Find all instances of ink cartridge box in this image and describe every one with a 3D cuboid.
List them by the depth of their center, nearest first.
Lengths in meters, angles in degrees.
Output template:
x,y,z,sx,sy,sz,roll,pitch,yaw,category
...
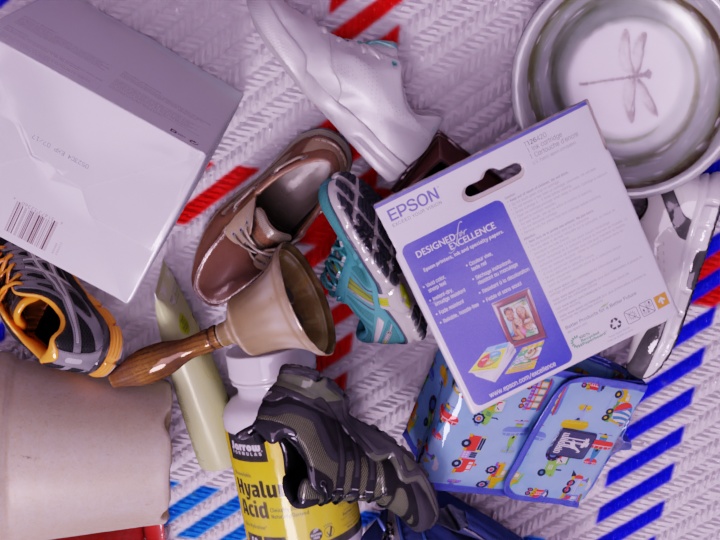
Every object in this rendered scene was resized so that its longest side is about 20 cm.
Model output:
x,y,z,sx,sy,sz,roll,pitch,yaw,category
0.138,-0.011,1.056,0.197,0.047,0.201,-26,100,2,ink cartridge box

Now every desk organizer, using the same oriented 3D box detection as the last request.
x,y,z,sx,sy,sz,roll,pitch,yaw,category
0.125,-0.028,1.118,0.200,0.077,0.072,36,108,-10,desk organizer

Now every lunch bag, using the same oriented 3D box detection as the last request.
x,y,z,sx,sy,sz,roll,pitch,yaw,category
0.160,0.139,1.181,0.199,0.094,0.151,15,115,-14,lunch bag
0.086,0.291,1.199,0.200,0.136,0.132,34,107,-22,lunch bag

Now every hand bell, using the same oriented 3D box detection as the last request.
x,y,z,sx,sy,sz,roll,pitch,yaw,category
-0.132,0.062,1.102,0.199,0.104,0.105,-24,108,14,hand bell

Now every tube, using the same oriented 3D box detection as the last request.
x,y,z,sx,sy,sz,roll,pitch,yaw,category
-0.157,0.093,1.183,0.058,0.052,0.201,10,124,47,tube

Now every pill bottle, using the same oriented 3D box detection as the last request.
x,y,z,sx,sy,sz,roll,pitch,yaw,category
-0.067,0.165,1.176,0.110,0.111,0.201,-9,100,6,pill bottle

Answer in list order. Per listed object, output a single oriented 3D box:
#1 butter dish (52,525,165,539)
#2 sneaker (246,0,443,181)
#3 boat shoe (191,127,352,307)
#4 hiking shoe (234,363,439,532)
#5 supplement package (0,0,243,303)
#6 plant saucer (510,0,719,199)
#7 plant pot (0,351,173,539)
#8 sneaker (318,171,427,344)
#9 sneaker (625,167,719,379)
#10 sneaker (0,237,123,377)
x,y,z,sx,sy,sz,roll,pitch,yaw,category
-0.295,0.319,1.232,0.198,0.148,0.201,-1,111,3,butter dish
-0.011,-0.175,1.082,0.088,0.075,0.200,-43,109,3,sneaker
-0.086,-0.043,1.125,0.076,0.072,0.200,36,108,-10,boat shoe
-0.020,0.175,1.101,0.200,0.076,0.101,44,71,-14,hiking shoe
-0.223,-0.109,1.040,0.190,0.200,0.148,29,110,-7,supplement package
0.226,-0.163,1.074,0.199,0.050,0.202,1,106,3,plant saucer
-0.266,0.168,1.164,0.182,0.201,0.202,2,111,-9,plant pot
0.000,0.000,1.116,0.079,0.078,0.201,-9,133,17,sneaker
0.266,-0.001,1.134,0.079,0.074,0.201,16,107,13,sneaker
-0.296,0.018,1.126,0.200,0.077,0.079,38,107,24,sneaker
